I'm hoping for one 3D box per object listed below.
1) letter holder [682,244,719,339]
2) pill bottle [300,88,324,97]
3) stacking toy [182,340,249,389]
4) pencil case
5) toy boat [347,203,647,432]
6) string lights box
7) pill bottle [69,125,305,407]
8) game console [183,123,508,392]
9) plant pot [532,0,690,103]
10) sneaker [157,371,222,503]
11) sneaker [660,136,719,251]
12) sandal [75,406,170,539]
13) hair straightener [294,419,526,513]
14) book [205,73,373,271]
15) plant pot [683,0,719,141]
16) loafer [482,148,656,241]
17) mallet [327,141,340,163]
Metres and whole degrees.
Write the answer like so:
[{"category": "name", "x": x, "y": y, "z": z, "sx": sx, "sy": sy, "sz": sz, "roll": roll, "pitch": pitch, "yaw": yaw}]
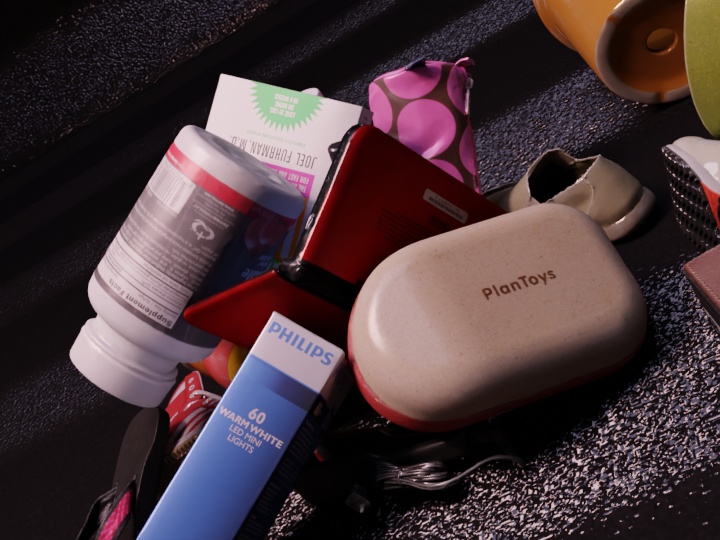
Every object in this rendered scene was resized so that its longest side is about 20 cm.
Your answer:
[{"category": "letter holder", "x": 0.267, "y": 0.038, "z": 0.584, "sx": 0.142, "sy": 0.101, "sz": 0.200, "roll": -31, "pitch": 21, "yaw": 8}, {"category": "pill bottle", "x": -0.016, "y": -0.057, "z": 1.084, "sx": 0.111, "sy": 0.200, "sz": 0.111, "roll": -30, "pitch": 21, "yaw": 13}, {"category": "stacking toy", "x": -0.074, "y": 0.073, "z": 1.054, "sx": 0.146, "sy": 0.146, "sz": 0.200, "roll": -38, "pitch": 40, "yaw": -5}, {"category": "pencil case", "x": 0.066, "y": -0.075, "z": 1.019, "sx": 0.093, "sy": 0.201, "sz": 0.091, "roll": -10, "pitch": 2, "yaw": 14}, {"category": "toy boat", "x": 0.088, "y": 0.046, "z": 0.833, "sx": 0.199, "sy": 0.131, "sz": 0.131, "roll": -17, "pitch": 59, "yaw": -16}, {"category": "string lights box", "x": -0.079, "y": 0.137, "z": 0.825, "sx": 0.200, "sy": 0.059, "sz": 0.103, "roll": -60, "pitch": -12, "yaw": -12}, {"category": "pill bottle", "x": -0.138, "y": 0.000, "z": 0.930, "sx": 0.200, "sy": 0.111, "sz": 0.111, "roll": -57, "pitch": 19, "yaw": 8}, {"category": "game console", "x": 0.000, "y": 0.000, "z": 0.906, "sx": 0.119, "sy": 0.200, "sz": 0.173, "roll": 16, "pitch": 82, "yaw": 47}, {"category": "plant pot", "x": 0.262, "y": -0.257, "z": 1.125, "sx": 0.200, "sy": 0.200, "sz": 0.184, "roll": -28, "pitch": 37, "yaw": 20}, {"category": "sneaker", "x": -0.110, "y": 0.129, "z": 1.016, "sx": 0.200, "sy": 0.071, "sz": 0.113, "roll": -23, "pitch": 27, "yaw": 36}, {"category": "sneaker", "x": 0.278, "y": -0.053, "z": 0.830, "sx": 0.093, "sy": 0.071, "sz": 0.200, "roll": -18, "pitch": 19, "yaw": -2}, {"category": "sandal", "x": -0.194, "y": 0.196, "z": 0.949, "sx": 0.075, "sy": 0.045, "sz": 0.201, "roll": -26, "pitch": 48, "yaw": 41}, {"category": "hair straightener", "x": 0.025, "y": 0.143, "z": 0.834, "sx": 0.200, "sy": 0.041, "sz": 0.077, "roll": -11, "pitch": 32, "yaw": 40}, {"category": "book", "x": -0.076, "y": -0.047, "z": 0.992, "sx": 0.133, "sy": 0.201, "sz": 0.048, "roll": 16, "pitch": 3, "yaw": 25}, {"category": "plant pot", "x": 0.354, "y": -0.171, "z": 0.825, "sx": 0.200, "sy": 0.187, "sz": 0.187, "roll": 11, "pitch": 48, "yaw": 41}, {"category": "loafer", "x": 0.157, "y": -0.063, "z": 1.015, "sx": 0.076, "sy": 0.068, "sz": 0.200, "roll": -47, "pitch": 23, "yaw": -28}, {"category": "mallet", "x": 0.011, "y": -0.012, "z": 0.961, "sx": 0.066, "sy": 0.201, "sz": 0.041, "roll": 1, "pitch": 36, "yaw": 5}]
